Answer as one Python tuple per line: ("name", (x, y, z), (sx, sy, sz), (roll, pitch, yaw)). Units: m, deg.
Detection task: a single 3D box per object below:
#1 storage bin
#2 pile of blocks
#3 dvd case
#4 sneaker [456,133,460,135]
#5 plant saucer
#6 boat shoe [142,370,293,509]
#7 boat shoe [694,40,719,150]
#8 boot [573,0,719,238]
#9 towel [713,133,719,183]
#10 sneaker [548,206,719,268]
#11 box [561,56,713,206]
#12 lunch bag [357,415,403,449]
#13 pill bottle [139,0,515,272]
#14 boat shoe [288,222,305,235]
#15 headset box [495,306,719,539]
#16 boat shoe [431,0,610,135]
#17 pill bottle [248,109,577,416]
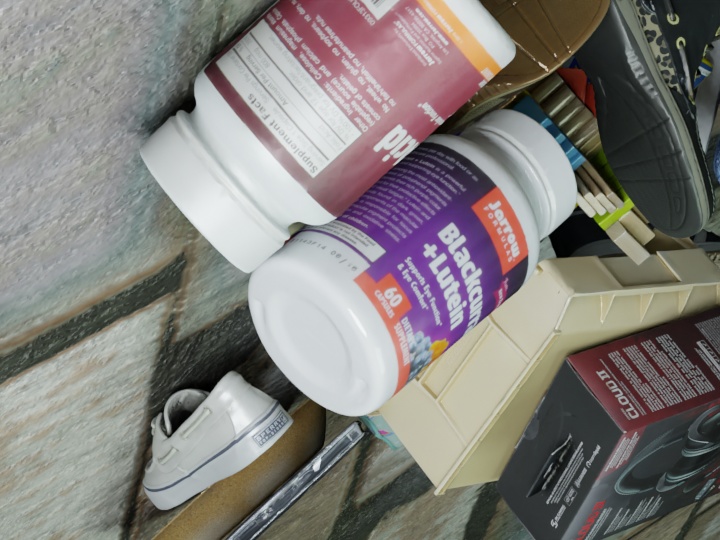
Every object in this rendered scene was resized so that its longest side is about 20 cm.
("storage bin", (0.140, 0.057, 1.775), (0.199, 0.094, 0.199), (-4, 137, -45))
("pile of blocks", (0.149, -0.090, 1.633), (0.062, 0.082, 0.200), (-41, 120, 8))
("dvd case", (-0.053, 0.165, 1.791), (0.149, 0.016, 0.200), (-43, 176, -2))
("sneaker", (0.030, -0.035, 1.576), (0.100, 0.069, 0.201), (80, 30, -55))
("plant saucer", (-0.091, 0.167, 1.833), (0.200, 0.035, 0.200), (-42, 177, -3))
("boat shoe", (-0.116, 0.116, 1.724), (0.072, 0.066, 0.200), (-43, -174, -25))
("boat shoe", (0.232, -0.135, 1.790), (0.072, 0.065, 0.201), (-65, 168, -49))
("boot", (0.221, -0.140, 1.618), (0.153, 0.205, 0.073), (-30, -169, -36))
("towel", (0.301, -0.137, 1.791), (0.200, 0.048, 0.112), (-58, 163, -61))
("sneaker", (0.231, -0.026, 1.927), (0.199, 0.109, 0.070), (4, 131, -32))
("box", (0.151, -0.101, 1.727), (0.200, 0.070, 0.064), (-46, 157, 16))
("lunch bag", (0.051, 0.052, 1.863), (0.160, 0.077, 0.200), (-41, 159, -1))
("pill bottle", (-0.020, -0.099, 1.374), (0.200, 0.114, 0.114), (-41, 160, 5))
("boat shoe", (0.000, 0.000, 1.682), (0.199, 0.066, 0.074), (-10, 145, -53))
("headset box", (0.199, 0.115, 1.748), (0.199, 0.077, 0.149), (-17, 146, -36))
("boat shoe", (0.070, -0.129, 1.552), (0.200, 0.072, 0.072), (-40, 180, 0))
("pill bottle", (0.037, -0.012, 1.460), (0.200, 0.111, 0.112), (-39, 162, -31))
